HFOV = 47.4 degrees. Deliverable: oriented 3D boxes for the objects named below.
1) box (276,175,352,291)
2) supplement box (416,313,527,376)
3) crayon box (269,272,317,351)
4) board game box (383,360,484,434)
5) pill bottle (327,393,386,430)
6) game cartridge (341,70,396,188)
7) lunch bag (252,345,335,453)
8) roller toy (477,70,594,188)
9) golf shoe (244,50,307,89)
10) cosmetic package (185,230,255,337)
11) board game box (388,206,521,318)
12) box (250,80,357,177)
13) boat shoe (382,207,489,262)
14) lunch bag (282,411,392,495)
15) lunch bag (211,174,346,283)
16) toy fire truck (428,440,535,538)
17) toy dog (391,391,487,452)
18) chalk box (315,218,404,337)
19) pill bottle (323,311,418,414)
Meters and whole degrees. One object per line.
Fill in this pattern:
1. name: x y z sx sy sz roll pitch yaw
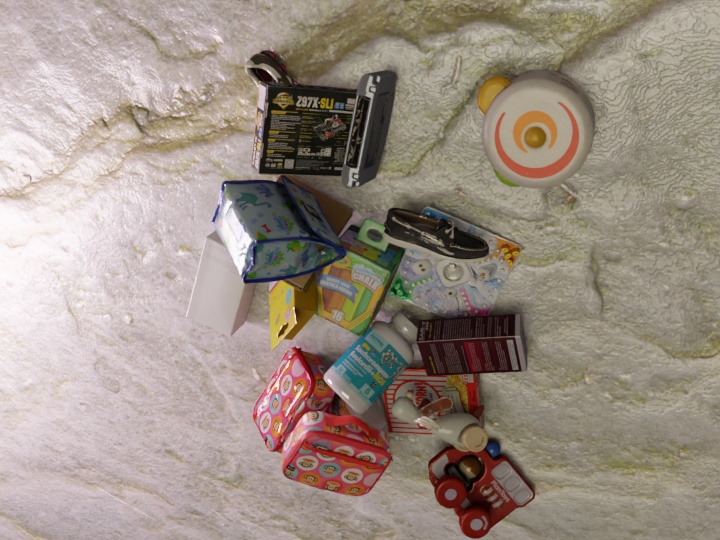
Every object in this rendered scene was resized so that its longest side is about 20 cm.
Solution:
1. box: -0.130 -0.077 1.566 0.163 0.201 0.021 29 152 5
2. supplement box: 0.216 0.145 1.581 0.199 0.061 0.109 -5 134 16
3. crayon box: -0.133 0.046 1.595 0.051 0.201 0.127 12 146 -25
4. board game box: 0.148 0.261 1.683 0.199 0.046 0.152 -2 110 19
5. pill bottle: -0.050 0.332 1.739 0.200 0.116 0.116 -39 95 27
6. game cartridge: 0.017 -0.255 1.468 0.041 0.133 0.201 16 110 11
7. lunch bag: -0.145 0.267 1.725 0.082 0.176 0.201 21 108 -33
8. roller toy: 0.299 -0.239 1.379 0.181 0.140 0.201 -7 108 20
9. golf shoe: -0.134 -0.320 1.520 0.200 0.088 0.077 39 116 -3
10. cosmetic package: -0.281 0.024 1.711 0.112 0.081 0.201 25 118 8
11. board game box: 0.177 0.003 1.568 0.199 0.026 0.201 23 116 0
12. box: -0.091 -0.253 1.486 0.199 0.049 0.161 -2 112 -25
13. boat shoe: 0.140 -0.067 1.491 0.199 0.074 0.061 16 122 13
14. lunch bag: -0.042 0.356 1.627 0.199 0.082 0.177 19 124 -19
15. lunch bag: -0.141 -0.078 1.477 0.170 0.199 0.128 59 138 34
16. toy fire truck: 0.244 0.439 1.703 0.168 0.112 0.200 -38 97 3
17. toy dog: 0.169 0.281 1.601 0.200 0.097 0.132 33 163 -29
18. chalk box: 0.000 0.000 1.583 0.124 0.124 0.201 25 117 6
19. pill bottle: 0.030 0.177 1.620 0.111 0.111 0.200 43 83 -3
